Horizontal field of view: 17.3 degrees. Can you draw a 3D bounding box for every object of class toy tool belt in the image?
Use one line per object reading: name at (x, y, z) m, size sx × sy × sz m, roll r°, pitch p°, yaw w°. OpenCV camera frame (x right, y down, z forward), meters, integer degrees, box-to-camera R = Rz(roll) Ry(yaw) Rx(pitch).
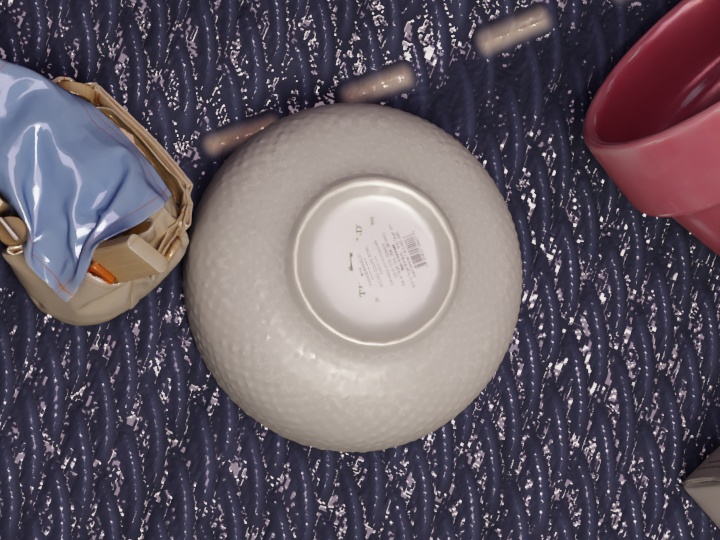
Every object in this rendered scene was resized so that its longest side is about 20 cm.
toy tool belt at (-0.183, -0.059, 1.280) m, size 0.200 × 0.123 × 0.125 m, roll 39°, pitch 81°, yaw 0°

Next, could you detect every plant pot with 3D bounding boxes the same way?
plant pot at (0.257, -0.069, 1.346) m, size 0.200 × 0.200 × 0.179 m, roll -45°, pitch 108°, yaw -12°

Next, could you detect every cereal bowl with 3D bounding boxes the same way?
cereal bowl at (0.000, 0.000, 1.334) m, size 0.199 × 0.083 × 0.201 m, roll 1°, pitch 82°, yaw -10°

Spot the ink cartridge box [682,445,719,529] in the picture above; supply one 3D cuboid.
ink cartridge box at (0.311, 0.109, 1.377) m, size 0.200 × 0.086 × 0.148 m, roll -42°, pitch 91°, yaw -14°
